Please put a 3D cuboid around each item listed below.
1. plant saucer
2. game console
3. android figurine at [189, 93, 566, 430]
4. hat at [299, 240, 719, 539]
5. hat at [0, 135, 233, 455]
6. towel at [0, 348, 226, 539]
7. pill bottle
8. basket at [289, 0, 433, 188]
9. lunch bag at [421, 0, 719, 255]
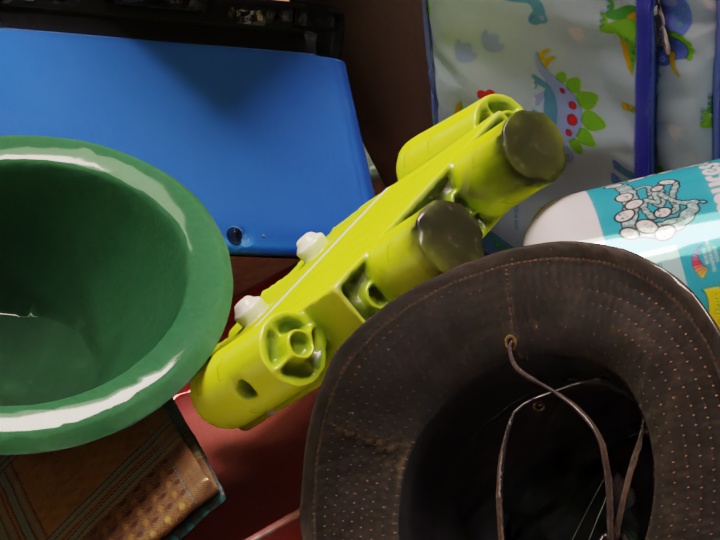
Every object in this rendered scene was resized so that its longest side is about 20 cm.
[{"bbox_3d":[-0.034,0.066,1.197,0.199,0.037,0.199,-29,27,-20],"label":"plant saucer"},{"bbox_3d":[-0.110,-0.073,1.296,0.199,0.119,0.170,3,4,-31],"label":"game console"},{"bbox_3d":[0.000,0.000,1.132,0.182,0.041,0.200,-47,10,-34],"label":"android figurine"},{"bbox_3d":[0.073,0.085,1.010,0.200,0.202,0.081,3,-7,38],"label":"hat"},{"bbox_3d":[-0.148,0.060,1.175,0.199,0.177,0.166,12,49,11],"label":"hat"},{"bbox_3d":[-0.137,0.090,1.162,0.147,0.022,0.200,-44,33,4],"label":"towel"},{"bbox_3d":[0.136,0.014,1.087,0.199,0.111,0.111,-14,25,0],"label":"pill bottle"},{"bbox_3d":[0.039,-0.148,1.389,0.179,0.201,0.136,-25,26,-12],"label":"basket"},{"bbox_3d":[0.108,-0.085,1.201,0.160,0.201,0.082,20,42,27],"label":"lunch bag"}]
